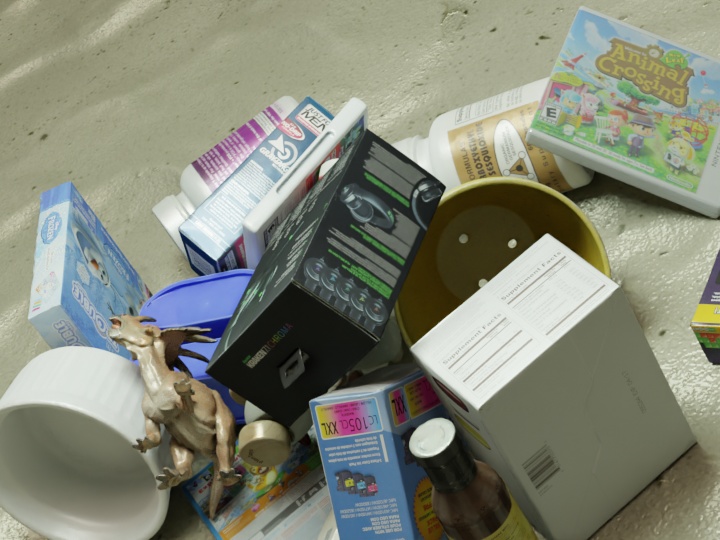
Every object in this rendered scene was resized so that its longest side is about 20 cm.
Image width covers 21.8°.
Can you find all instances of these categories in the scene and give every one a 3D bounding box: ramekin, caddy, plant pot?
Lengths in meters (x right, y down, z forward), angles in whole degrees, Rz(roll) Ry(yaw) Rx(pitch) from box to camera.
[{"bbox_3d":[-0.266,0.169,1.814,0.199,0.202,0.098,-11,34,27],"label":"ramekin"},{"bbox_3d":[-0.138,0.085,1.881,0.198,0.105,0.143,-10,50,26],"label":"caddy"},{"bbox_3d":[0.125,0.000,1.738,0.199,0.201,0.142,-29,13,5],"label":"plant pot"}]

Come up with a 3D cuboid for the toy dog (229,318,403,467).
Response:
[{"bbox_3d":[-0.032,0.118,1.722,0.199,0.096,0.133,-11,59,40],"label":"toy dog"}]

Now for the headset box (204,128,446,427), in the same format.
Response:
[{"bbox_3d":[-0.032,0.012,1.594,0.174,0.092,0.201,-45,15,47],"label":"headset box"}]

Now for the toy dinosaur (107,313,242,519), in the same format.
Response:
[{"bbox_3d":[-0.157,0.128,1.752,0.085,0.201,0.136,-23,25,16],"label":"toy dinosaur"}]

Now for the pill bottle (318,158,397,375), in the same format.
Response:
[{"bbox_3d":[0.000,0.000,1.822,0.110,0.110,0.202,1,79,37],"label":"pill bottle"}]

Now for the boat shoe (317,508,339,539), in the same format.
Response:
[{"bbox_3d":[0.005,0.238,1.641,0.072,0.068,0.201,-46,15,53],"label":"boat shoe"}]

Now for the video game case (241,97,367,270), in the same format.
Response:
[{"bbox_3d":[-0.054,-0.060,1.917,0.023,0.201,0.183,34,68,17],"label":"video game case"}]

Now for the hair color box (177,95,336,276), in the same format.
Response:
[{"bbox_3d":[-0.095,-0.075,1.937,0.060,0.100,0.200,38,74,17],"label":"hair color box"}]

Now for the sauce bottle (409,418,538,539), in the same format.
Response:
[{"bbox_3d":[0.097,0.198,1.505,0.064,0.201,0.065,-18,38,15],"label":"sauce bottle"}]

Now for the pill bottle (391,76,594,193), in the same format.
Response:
[{"bbox_3d":[0.128,-0.114,1.898,0.198,0.115,0.115,-18,40,20],"label":"pill bottle"}]

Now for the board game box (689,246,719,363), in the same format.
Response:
[{"bbox_3d":[0.405,0.004,1.613,0.198,0.057,0.166,1,51,37],"label":"board game box"}]

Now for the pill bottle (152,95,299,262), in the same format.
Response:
[{"bbox_3d":[-0.128,-0.093,2.064,0.199,0.113,0.112,-36,37,-4],"label":"pill bottle"}]

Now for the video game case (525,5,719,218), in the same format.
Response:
[{"bbox_3d":[0.279,-0.158,1.818,0.198,0.022,0.183,22,55,5],"label":"video game case"}]

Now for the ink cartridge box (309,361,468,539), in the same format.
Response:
[{"bbox_3d":[0.038,0.187,1.571,0.076,0.202,0.136,-8,6,29],"label":"ink cartridge box"}]

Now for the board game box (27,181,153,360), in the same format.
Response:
[{"bbox_3d":[-0.271,0.044,1.945,0.043,0.201,0.200,-21,39,14],"label":"board game box"}]

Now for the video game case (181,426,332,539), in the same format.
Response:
[{"bbox_3d":[-0.075,0.215,1.764,0.143,0.018,0.200,-39,38,-6],"label":"video game case"}]

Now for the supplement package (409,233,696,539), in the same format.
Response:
[{"bbox_3d":[0.162,0.105,1.558,0.155,0.201,0.111,-39,38,-9],"label":"supplement package"}]
